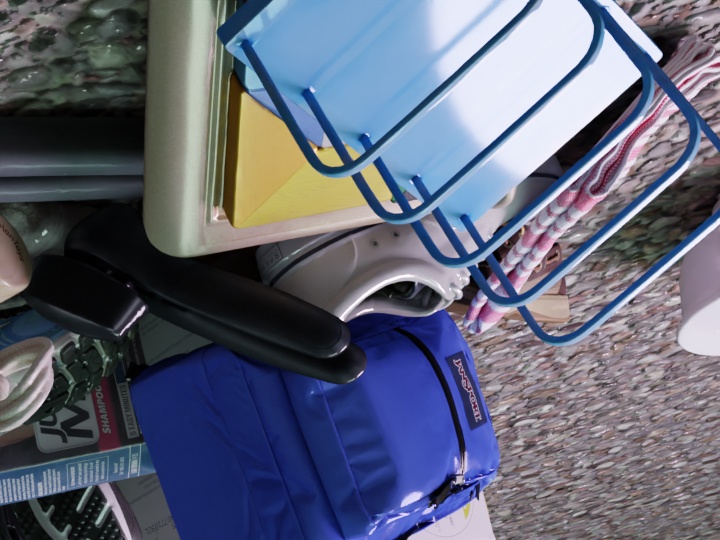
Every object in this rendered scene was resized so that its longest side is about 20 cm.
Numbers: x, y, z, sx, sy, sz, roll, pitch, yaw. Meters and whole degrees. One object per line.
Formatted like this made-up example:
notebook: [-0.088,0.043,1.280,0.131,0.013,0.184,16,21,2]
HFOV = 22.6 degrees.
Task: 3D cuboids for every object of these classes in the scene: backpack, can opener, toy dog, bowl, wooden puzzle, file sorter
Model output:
backpack: [-0.002,0.096,1.053,0.168,0.163,0.200,-14,-177,36]
can opener: [-0.084,0.019,0.956,0.200,0.079,0.063,17,165,24]
toy dog: [-0.234,0.027,0.894,0.132,0.200,0.096,-41,117,4]
bowl: [0.313,-0.017,1.299,0.201,0.090,0.201,-13,160,-5]
wooden puzzle: [-0.004,-0.086,0.885,0.200,0.037,0.185,-7,134,-16]
file sorter: [0.064,-0.074,0.820,0.139,0.123,0.200,-42,137,12]
can opener: [-0.185,-0.046,0.921,0.200,0.067,0.053,-8,159,-33]

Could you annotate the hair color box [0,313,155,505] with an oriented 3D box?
hair color box: [-0.225,0.086,1.072,0.200,0.100,0.061,-11,157,-13]

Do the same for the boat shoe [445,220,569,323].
boat shoe: [0.084,-0.005,1.206,0.072,0.072,0.200,5,178,35]

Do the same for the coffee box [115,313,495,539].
coffee box: [-0.059,0.130,1.256,0.198,0.200,0.200,6,151,-44]

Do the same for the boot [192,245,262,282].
boot: [-0.085,-0.026,1.041,0.200,0.064,0.186,-27,157,32]

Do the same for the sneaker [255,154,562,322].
sneaker: [0.037,-0.012,1.008,0.200,0.071,0.073,-22,167,-26]

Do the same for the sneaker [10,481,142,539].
sneaker: [-0.198,0.114,1.157,0.074,0.200,0.080,-49,160,23]

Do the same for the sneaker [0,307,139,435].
sneaker: [-0.213,0.043,1.013,0.200,0.090,0.078,-31,160,-21]

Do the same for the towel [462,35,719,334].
towel: [0.136,-0.045,1.076,0.146,0.030,0.200,-46,174,-29]

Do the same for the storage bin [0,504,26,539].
storage bin: [-0.228,0.163,1.312,0.094,0.135,0.200,-25,157,26]

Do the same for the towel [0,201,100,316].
towel: [-0.245,0.007,1.048,0.200,0.035,0.133,-28,157,29]
